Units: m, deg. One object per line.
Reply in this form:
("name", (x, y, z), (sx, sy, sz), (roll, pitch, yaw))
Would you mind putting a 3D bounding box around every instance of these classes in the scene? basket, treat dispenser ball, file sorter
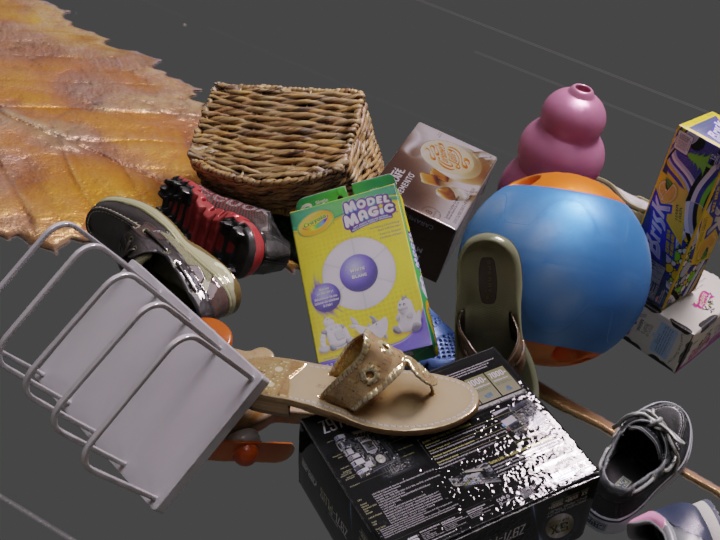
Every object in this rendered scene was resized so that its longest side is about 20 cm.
("basket", (-0.084, -0.118, 1.237), (0.198, 0.149, 0.144), (5, 61, 14))
("treat dispenser ball", (0.201, -0.001, 1.104), (0.199, 0.202, 0.201), (9, 35, -6))
("file sorter", (-0.206, 0.070, 0.872), (0.200, 0.125, 0.139), (36, 83, 35))

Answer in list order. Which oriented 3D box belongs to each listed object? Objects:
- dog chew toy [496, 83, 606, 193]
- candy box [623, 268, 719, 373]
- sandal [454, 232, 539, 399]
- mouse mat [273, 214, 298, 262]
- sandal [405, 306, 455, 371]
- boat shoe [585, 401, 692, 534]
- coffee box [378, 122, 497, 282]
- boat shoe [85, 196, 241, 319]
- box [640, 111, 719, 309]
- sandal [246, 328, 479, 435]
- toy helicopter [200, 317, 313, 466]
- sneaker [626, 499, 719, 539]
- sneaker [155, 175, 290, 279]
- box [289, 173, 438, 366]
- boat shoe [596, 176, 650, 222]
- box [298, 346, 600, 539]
("dog chew toy", (0.242, -0.134, 1.300), (0.124, 0.201, 0.125), (8, 35, -6))
("candy box", (0.326, 0.019, 1.238), (0.200, 0.061, 0.136), (36, 41, 29))
("sandal", (0.123, 0.067, 1.005), (0.079, 0.203, 0.057), (-7, 11, 12))
("mouse mat", (-0.070, -0.073, 1.280), (0.200, 0.008, 0.160), (36, 41, 27))
("sandal", (0.032, 0.039, 1.093), (0.200, 0.087, 0.079), (36, 39, 26))
("boat shoe", (0.270, 0.168, 1.008), (0.073, 0.068, 0.199), (35, 40, 27))
("coffee box", (0.080, -0.087, 1.279), (0.114, 0.080, 0.200), (25, 36, 8))
("boat shoe", (-0.214, -0.010, 1.089), (0.200, 0.072, 0.066), (33, 34, 18))
("box", (0.349, -0.063, 1.132), (0.070, 0.201, 0.064), (-22, 48, -38))
("sandal", (-0.006, 0.082, 0.876), (0.210, 0.070, 0.078), (4, 34, 8))
("toy helicopter", (-0.079, 0.124, 0.945), (0.198, 0.079, 0.133), (8, 42, -7))
("sneaker", (0.279, 0.280, 0.875), (0.081, 0.071, 0.201), (-7, 34, 1))
("sneaker", (-0.149, -0.047, 1.165), (0.097, 0.071, 0.200), (4, 20, -45))
("box", (0.000, 0.000, 1.054), (0.116, 0.048, 0.201), (-15, 67, 7))
("boat shoe", (0.342, -0.062, 1.357), (0.200, 0.075, 0.068), (36, 13, 38))
("box", (0.070, 0.175, 0.892), (0.199, 0.087, 0.164), (-18, 45, -23))
